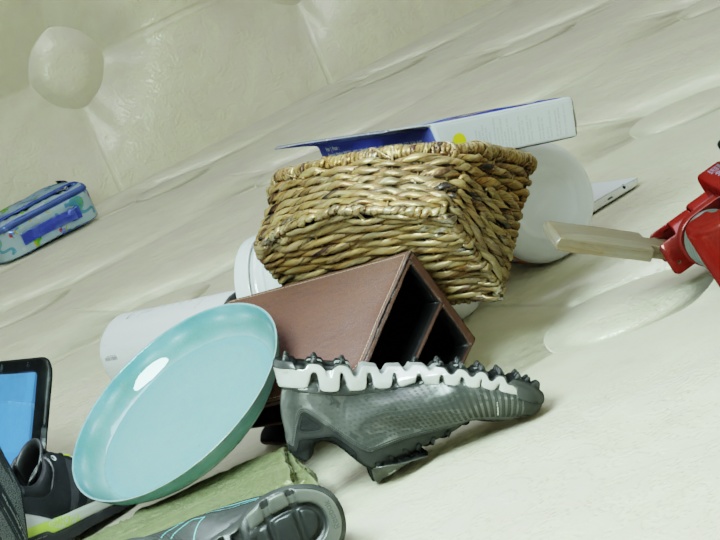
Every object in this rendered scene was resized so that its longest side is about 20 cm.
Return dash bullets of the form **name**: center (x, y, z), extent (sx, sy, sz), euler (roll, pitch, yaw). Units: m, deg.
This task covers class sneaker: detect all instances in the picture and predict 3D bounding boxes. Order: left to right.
- **sneaker**: center (-0.243, 0.172, 1.695), extent (0.071, 0.083, 0.200), euler (-16, 8, 32)
- **sneaker**: center (-0.103, 0.201, 1.373), extent (0.198, 0.076, 0.079), euler (-18, -3, -2)
- **sneaker**: center (0.033, 0.108, 1.488), extent (0.198, 0.091, 0.066), euler (2, 3, 0)

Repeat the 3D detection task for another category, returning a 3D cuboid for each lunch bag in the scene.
- **lunch bag**: center (-0.569, -0.086, 3.596), extent (0.199, 0.083, 0.160), euler (-29, 15, -21)

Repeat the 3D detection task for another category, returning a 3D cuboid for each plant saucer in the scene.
- **plant saucer**: center (-0.139, 0.108, 1.597), extent (0.199, 0.027, 0.201), euler (-29, 31, 20)

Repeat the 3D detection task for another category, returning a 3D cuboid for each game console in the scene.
- **game console**: center (-0.375, 0.174, 1.896), extent (0.175, 0.117, 0.199), euler (-31, 13, -33)

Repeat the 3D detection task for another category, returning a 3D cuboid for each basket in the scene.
- **basket**: center (0.023, -0.061, 1.674), extent (0.199, 0.143, 0.150), euler (-9, 49, 33)

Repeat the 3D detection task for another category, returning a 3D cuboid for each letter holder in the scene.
- **letter holder**: center (-0.032, 0.087, 1.632), extent (0.199, 0.101, 0.143), euler (-15, 34, 37)

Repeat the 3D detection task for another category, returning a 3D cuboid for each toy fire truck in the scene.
- **toy fire truck**: center (0.261, -0.033, 1.573), extent (0.199, 0.129, 0.176), euler (-35, 11, 2)

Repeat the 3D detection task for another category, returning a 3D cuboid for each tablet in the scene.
- **tablet**: center (0.181, -0.060, 2.095), extent (0.130, 0.014, 0.199), euler (-30, 13, -29)

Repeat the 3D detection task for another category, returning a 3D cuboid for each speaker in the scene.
- **speaker**: center (-0.172, 0.069, 2.050), extent (0.199, 0.082, 0.081), euler (-12, 16, 45)

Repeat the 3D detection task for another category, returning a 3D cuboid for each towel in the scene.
- **towel**: center (-0.120, 0.193, 1.490), extent (0.199, 0.037, 0.148), euler (-25, 12, -6)

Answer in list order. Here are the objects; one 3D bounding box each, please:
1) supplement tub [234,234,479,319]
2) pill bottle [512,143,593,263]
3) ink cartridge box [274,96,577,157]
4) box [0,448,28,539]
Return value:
- **supplement tub**: center (0.000, 0.000, 1.860), extent (0.199, 0.141, 0.140), euler (-18, 13, 26)
- **pill bottle**: center (0.129, -0.063, 1.961), extent (0.112, 0.113, 0.200), euler (-28, 11, -21)
- **ink cartridge box**: center (0.057, -0.112, 1.819), extent (0.199, 0.047, 0.197), euler (-14, 6, -30)
- **box**: center (-0.346, 0.216, 1.493), extent (0.199, 0.105, 0.183), euler (-22, 36, -2)
